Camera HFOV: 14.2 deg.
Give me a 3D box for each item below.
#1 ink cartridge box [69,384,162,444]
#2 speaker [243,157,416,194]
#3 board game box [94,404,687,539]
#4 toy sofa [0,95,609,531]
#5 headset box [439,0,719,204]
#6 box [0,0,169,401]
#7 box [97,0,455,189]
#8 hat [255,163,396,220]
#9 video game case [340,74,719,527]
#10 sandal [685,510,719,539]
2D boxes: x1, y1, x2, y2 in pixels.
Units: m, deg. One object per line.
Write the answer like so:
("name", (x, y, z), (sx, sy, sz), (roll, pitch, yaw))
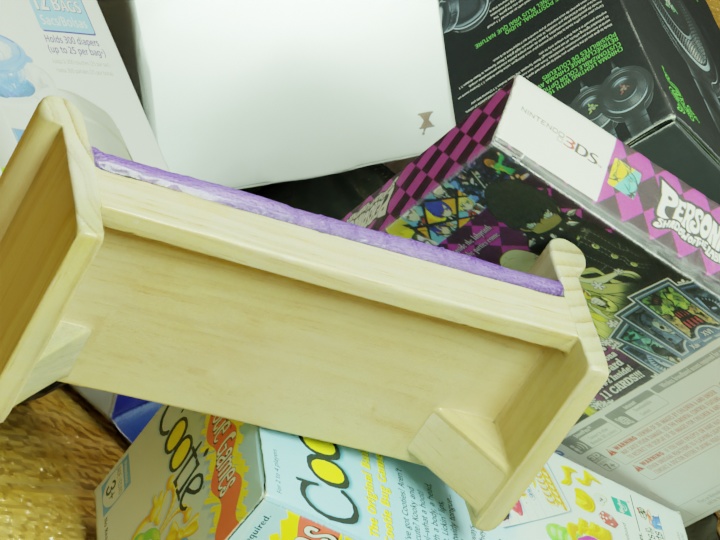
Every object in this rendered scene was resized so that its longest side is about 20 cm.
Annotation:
("ink cartridge box", (-0.123, -0.007, 1.159), (0.200, 0.039, 0.099), (42, 21, 10))
("speaker", (-0.033, -0.072, 1.362), (0.200, 0.089, 0.088), (48, 24, 25))
("board game box", (0.016, 0.116, 1.024), (0.199, 0.103, 0.105), (27, 30, -24))
("toy sofa", (-0.027, 0.007, 0.932), (0.199, 0.083, 0.098), (15, 37, -26))
("headset box", (0.104, -0.065, 1.211), (0.174, 0.092, 0.201), (39, 25, -48))
("box", (-0.154, -0.059, 1.043), (0.112, 0.101, 0.201), (-2, 66, -58))
("box", (-0.051, -0.098, 1.190), (0.124, 0.098, 0.200), (-11, 12, -14))
("hat", (0.000, 0.000, 1.208), (0.200, 0.081, 0.201), (40, 3, -2))
("video game case", (0.075, 0.027, 1.047), (0.181, 0.200, 0.036), (31, 57, -14))
("sandal", (0.180, 0.131, 1.130), (0.054, 0.082, 0.200), (-10, 54, -50))
